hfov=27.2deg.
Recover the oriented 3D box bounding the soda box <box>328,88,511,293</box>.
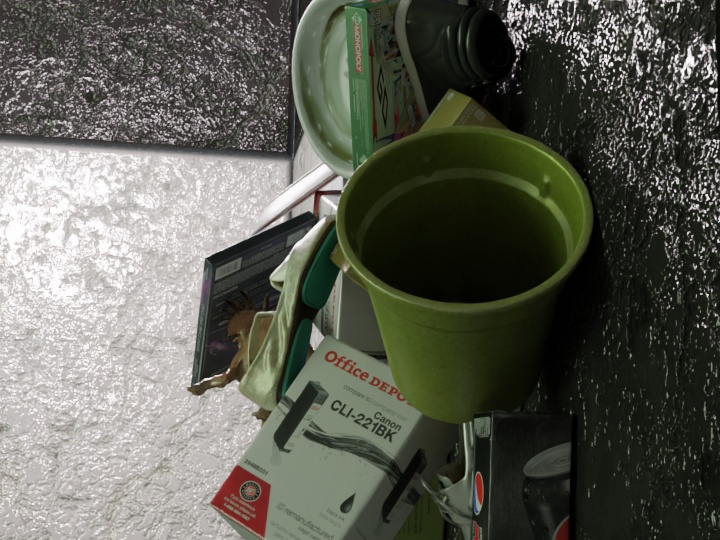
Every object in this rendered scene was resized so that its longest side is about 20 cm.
[{"bbox_3d":[0.058,-0.067,1.395,0.201,0.067,0.064,-54,23,2],"label":"soda box"}]

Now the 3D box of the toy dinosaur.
[{"bbox_3d":[-0.094,0.076,1.538,0.199,0.086,0.137,-15,48,49],"label":"toy dinosaur"}]

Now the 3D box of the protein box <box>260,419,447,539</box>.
[{"bbox_3d":[-0.011,0.206,1.672,0.135,0.197,0.202,162,111,-81],"label":"protein box"}]

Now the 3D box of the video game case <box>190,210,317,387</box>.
[{"bbox_3d":[-0.118,0.037,1.631,0.019,0.142,0.201,43,141,28],"label":"video game case"}]

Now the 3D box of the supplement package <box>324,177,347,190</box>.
[{"bbox_3d":[0.017,-0.071,1.887,0.201,0.109,0.157,-98,14,-54],"label":"supplement package"}]

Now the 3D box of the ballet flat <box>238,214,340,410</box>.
[{"bbox_3d":[-0.069,0.034,1.433,0.067,0.062,0.202,38,-111,-66],"label":"ballet flat"}]

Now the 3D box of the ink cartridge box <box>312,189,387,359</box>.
[{"bbox_3d":[0.000,0.000,1.568,0.200,0.084,0.148,-141,54,-74],"label":"ink cartridge box"}]

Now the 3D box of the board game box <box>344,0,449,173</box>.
[{"bbox_3d":[0.040,-0.173,1.458,0.029,0.134,0.203,15,120,36],"label":"board game box"}]

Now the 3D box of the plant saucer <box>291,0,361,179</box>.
[{"bbox_3d":[0.001,-0.199,1.577,0.199,0.050,0.203,21,117,51],"label":"plant saucer"}]

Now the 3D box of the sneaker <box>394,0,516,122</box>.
[{"bbox_3d":[0.108,-0.181,1.438,0.071,0.098,0.201,-58,-38,-25],"label":"sneaker"}]

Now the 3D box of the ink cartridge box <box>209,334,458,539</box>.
[{"bbox_3d":[-0.020,0.181,1.381,0.201,0.143,0.084,-54,-35,-16],"label":"ink cartridge box"}]

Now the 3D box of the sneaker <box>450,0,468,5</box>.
[{"bbox_3d":[0.069,-0.251,1.659,0.078,0.090,0.202,-100,16,-56],"label":"sneaker"}]

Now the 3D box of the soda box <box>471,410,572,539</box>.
[{"bbox_3d":[0.125,0.213,1.167,0.063,0.070,0.203,139,134,-80],"label":"soda box"}]

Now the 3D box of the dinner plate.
[{"bbox_3d":[-0.050,-0.104,1.713,0.024,0.199,0.200,53,172,-3],"label":"dinner plate"}]

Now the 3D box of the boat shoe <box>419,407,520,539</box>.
[{"bbox_3d":[0.093,0.195,1.344,0.075,0.085,0.205,-130,43,-78],"label":"boat shoe"}]

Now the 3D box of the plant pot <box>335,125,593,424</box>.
[{"bbox_3d":[0.084,0.019,1.205,0.186,0.197,0.202,85,180,-46],"label":"plant pot"}]
